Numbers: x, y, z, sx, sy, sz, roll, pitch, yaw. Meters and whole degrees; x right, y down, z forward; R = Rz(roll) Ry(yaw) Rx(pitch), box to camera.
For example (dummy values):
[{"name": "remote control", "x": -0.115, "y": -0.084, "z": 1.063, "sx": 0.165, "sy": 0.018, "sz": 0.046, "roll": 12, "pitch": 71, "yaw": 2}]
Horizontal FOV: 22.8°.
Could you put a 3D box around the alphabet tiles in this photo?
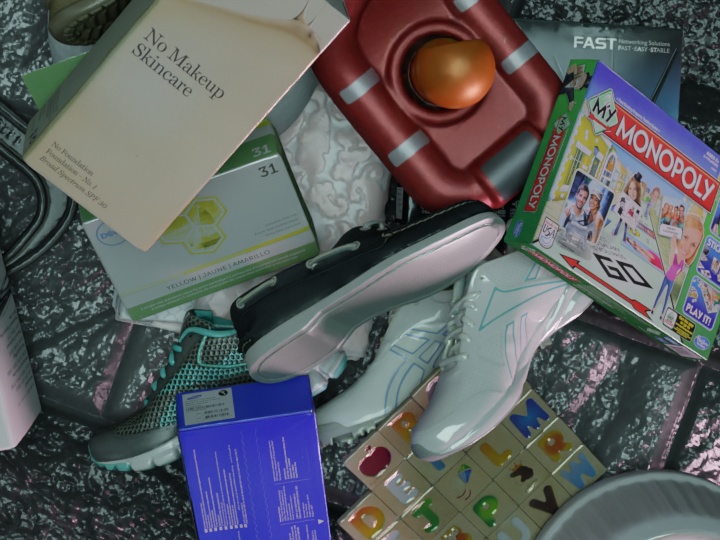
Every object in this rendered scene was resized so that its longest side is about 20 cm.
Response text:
[{"name": "alphabet tiles", "x": 0.083, "y": 0.162, "z": 1.287, "sx": 0.166, "sy": 0.006, "sz": 0.200, "roll": -43, "pitch": 119, "yaw": 1}]

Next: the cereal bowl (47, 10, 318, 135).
[{"name": "cereal bowl", "x": -0.120, "y": -0.177, "z": 1.242, "sx": 0.199, "sy": 0.083, "sz": 0.201, "roll": 1, "pitch": 79, "yaw": -5}]

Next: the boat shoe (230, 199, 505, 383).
[{"name": "boat shoe", "x": 0.000, "y": 0.000, "z": 1.188, "sx": 0.200, "sy": 0.076, "sz": 0.060, "roll": -29, "pitch": 62, "yaw": 7}]

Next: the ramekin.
[{"name": "ramekin", "x": 0.219, "y": 0.250, "z": 1.285, "sx": 0.202, "sy": 0.094, "sz": 0.203, "roll": -1, "pitch": 98, "yaw": -5}]

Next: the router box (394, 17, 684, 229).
[{"name": "router box", "x": 0.127, "y": -0.103, "z": 1.277, "sx": 0.199, "sy": 0.062, "sz": 0.150, "roll": 2, "pitch": 92, "yaw": -8}]

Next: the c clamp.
[{"name": "c clamp", "x": -0.313, "y": -0.060, "z": 1.295, "sx": 0.200, "sy": 0.027, "sz": 0.171, "roll": 34, "pitch": 87, "yaw": -2}]

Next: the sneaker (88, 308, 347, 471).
[{"name": "sneaker", "x": -0.113, "y": 0.074, "z": 1.274, "sx": 0.200, "sy": 0.078, "sz": 0.091, "roll": -26, "pitch": 96, "yaw": 8}]

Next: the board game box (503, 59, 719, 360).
[{"name": "board game box", "x": 0.192, "y": -0.038, "z": 1.220, "sx": 0.200, "sy": 0.029, "sz": 0.135, "roll": 30, "pitch": 76, "yaw": -37}]

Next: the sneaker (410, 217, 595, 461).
[{"name": "sneaker", "x": 0.085, "y": 0.042, "z": 1.212, "sx": 0.080, "sy": 0.070, "sz": 0.200, "roll": 45, "pitch": 65, "yaw": -16}]

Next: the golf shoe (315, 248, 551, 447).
[{"name": "golf shoe", "x": 0.037, "y": 0.056, "z": 1.293, "sx": 0.200, "sy": 0.078, "sz": 0.097, "roll": -29, "pitch": 88, "yaw": -9}]

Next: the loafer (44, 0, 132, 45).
[{"name": "loafer", "x": -0.133, "y": -0.222, "z": 1.173, "sx": 0.200, "sy": 0.076, "sz": 0.067, "roll": -39, "pitch": 82, "yaw": -18}]

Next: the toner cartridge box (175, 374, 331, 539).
[{"name": "toner cartridge box", "x": -0.070, "y": 0.169, "z": 1.256, "sx": 0.095, "sy": 0.043, "sz": 0.201, "roll": -7, "pitch": 125, "yaw": -2}]

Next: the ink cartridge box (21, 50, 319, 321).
[{"name": "ink cartridge box", "x": -0.124, "y": -0.068, "z": 1.203, "sx": 0.145, "sy": 0.048, "sz": 0.200, "roll": -19, "pitch": 135, "yaw": 2}]

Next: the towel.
[{"name": "towel", "x": -0.075, "y": -0.045, "z": 1.298, "sx": 0.190, "sy": 0.032, "sz": 0.201, "roll": 8, "pitch": 94, "yaw": -3}]

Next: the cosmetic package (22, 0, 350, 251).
[{"name": "cosmetic package", "x": -0.111, "y": -0.123, "z": 1.119, "sx": 0.103, "sy": 0.073, "sz": 0.200, "roll": 37, "pitch": 105, "yaw": -20}]

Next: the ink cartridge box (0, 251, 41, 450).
[{"name": "ink cartridge box", "x": -0.322, "y": 0.034, "z": 1.247, "sx": 0.145, "sy": 0.084, "sz": 0.201, "roll": -11, "pitch": 103, "yaw": 5}]

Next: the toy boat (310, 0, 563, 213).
[{"name": "toy boat", "x": 0.053, "y": -0.132, "z": 1.168, "sx": 0.130, "sy": 0.131, "sz": 0.200, "roll": -41, "pitch": 97, "yaw": -5}]
